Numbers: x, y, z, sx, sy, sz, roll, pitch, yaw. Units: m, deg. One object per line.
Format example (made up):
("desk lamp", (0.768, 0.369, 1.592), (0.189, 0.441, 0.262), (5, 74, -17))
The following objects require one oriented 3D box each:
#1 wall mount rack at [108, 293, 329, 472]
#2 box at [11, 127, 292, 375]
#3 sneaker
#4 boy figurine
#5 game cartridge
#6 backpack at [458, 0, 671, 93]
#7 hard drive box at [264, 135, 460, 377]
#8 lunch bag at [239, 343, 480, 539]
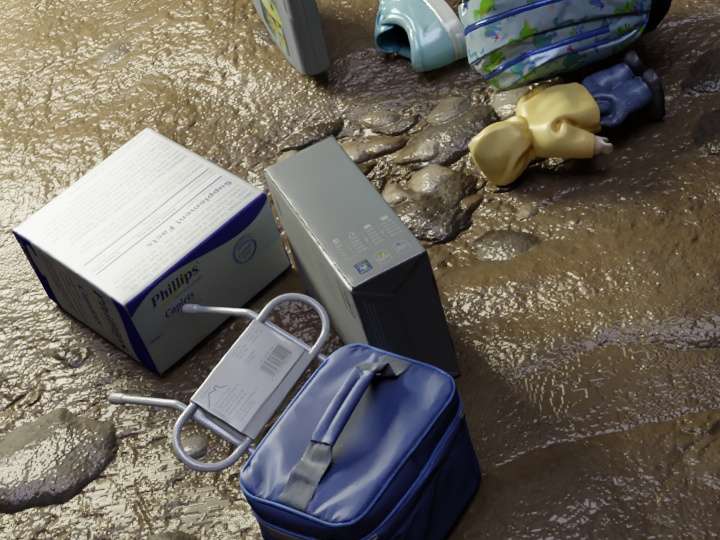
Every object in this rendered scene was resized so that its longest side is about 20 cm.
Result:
("wall mount rack", (-0.120, 0.098, 1.451), (0.173, 0.075, 0.200), (30, 57, 13))
("box", (-0.204, -0.022, 1.611), (0.184, 0.106, 0.199), (-40, 46, -22))
("sneaker", (0.041, -0.287, 1.826), (0.081, 0.074, 0.200), (-26, 41, -13))
("boy figurine", (0.205, -0.145, 1.625), (0.199, 0.065, 0.125), (-28, 43, -9))
("game cartridge", (-0.090, -0.308, 1.849), (0.041, 0.134, 0.200), (-25, 41, -7))
("backpack", (0.200, -0.261, 1.679), (0.198, 0.156, 0.163), (-2, 3, -17))
("hard drive box", (0.000, 0.000, 1.477), (0.076, 0.157, 0.200), (-27, 43, -10))
("lunch bag", (0.006, 0.155, 1.329), (0.135, 0.133, 0.201), (15, 52, 31))
